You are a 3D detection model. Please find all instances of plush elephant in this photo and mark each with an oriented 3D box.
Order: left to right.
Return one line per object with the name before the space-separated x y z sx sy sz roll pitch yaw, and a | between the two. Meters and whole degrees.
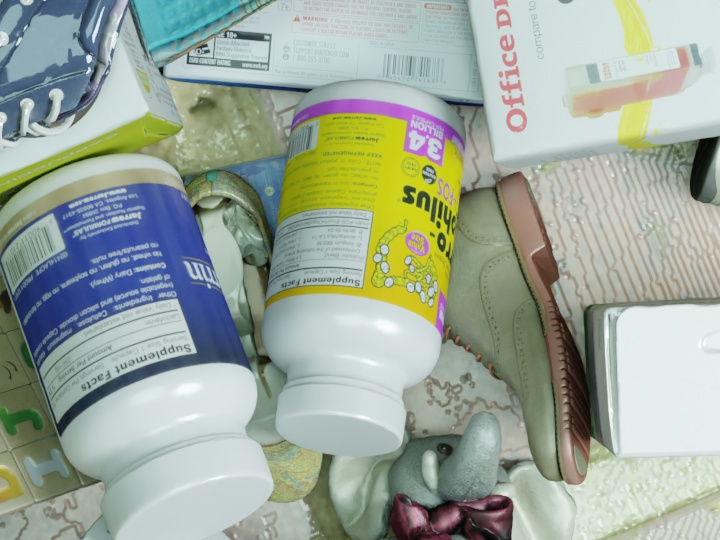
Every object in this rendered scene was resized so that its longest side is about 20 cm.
plush elephant | 0.056 0.154 1.644 0.164 0.200 0.156 8 68 -12

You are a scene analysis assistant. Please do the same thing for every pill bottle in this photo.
pill bottle | -0.124 0.047 1.587 0.115 0.116 0.201 -22 70 1
pill bottle | 0.000 0.000 1.631 0.103 0.104 0.201 7 69 1

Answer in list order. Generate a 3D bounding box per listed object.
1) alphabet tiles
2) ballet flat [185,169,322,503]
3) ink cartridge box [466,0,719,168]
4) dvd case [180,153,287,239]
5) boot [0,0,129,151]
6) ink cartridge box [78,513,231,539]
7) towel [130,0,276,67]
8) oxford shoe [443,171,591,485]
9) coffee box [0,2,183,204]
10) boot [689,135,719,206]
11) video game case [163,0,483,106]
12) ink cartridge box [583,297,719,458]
alphabet tiles | -0.196 0.051 1.619 0.199 0.006 0.167 -17 73 -41
ballet flat | -0.069 0.040 1.663 0.070 0.071 0.201 -12 90 1
ink cartridge box | 0.162 -0.144 1.607 0.199 0.083 0.146 -10 88 10
dvd case | -0.121 0.019 1.705 0.199 0.018 0.144 -11 91 0
boot | -0.190 -0.086 1.479 0.090 0.073 0.201 23 92 6
ink cartridge box | -0.101 0.236 1.642 0.200 0.083 0.145 43 129 0
towel | -0.061 -0.222 1.593 0.199 0.022 0.147 -26 76 24
oxford shoe | 0.086 0.041 1.655 0.073 0.071 0.201 -17 56 8
coffee box | -0.232 -0.135 1.616 0.199 0.200 0.199 -22 90 2
boot | 0.295 -0.111 1.676 0.153 0.073 0.205 22 90 -4
video game case | -0.010 -0.196 1.689 0.198 0.045 0.183 5 90 1
ink cartridge box | 0.204 0.058 1.610 0.144 0.200 0.085 -2 90 1
